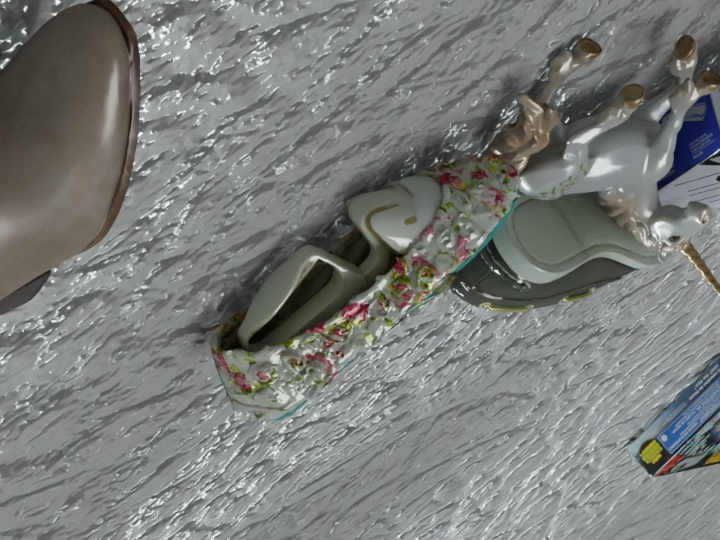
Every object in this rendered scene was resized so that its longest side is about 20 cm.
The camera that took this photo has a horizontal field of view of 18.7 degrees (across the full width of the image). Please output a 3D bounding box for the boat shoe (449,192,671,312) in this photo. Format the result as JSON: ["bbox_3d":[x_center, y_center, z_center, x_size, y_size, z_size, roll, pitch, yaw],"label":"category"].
[{"bbox_3d":[0.123,-0.017,1.321,0.060,0.072,0.202,-37,166,33],"label":"boat shoe"}]

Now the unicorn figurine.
[{"bbox_3d":[0.150,-0.066,1.248,0.200,0.074,0.137,8,133,-24],"label":"unicorn figurine"}]

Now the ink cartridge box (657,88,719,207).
[{"bbox_3d":[0.268,-0.075,1.362,0.200,0.044,0.094,0,159,-33],"label":"ink cartridge box"}]

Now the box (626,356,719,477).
[{"bbox_3d":[0.340,0.125,2.006,0.137,0.040,0.200,-48,158,23],"label":"box"}]

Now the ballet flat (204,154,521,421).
[{"bbox_3d":[0.000,0.000,1.158,0.200,0.076,0.064,-44,126,-3],"label":"ballet flat"}]

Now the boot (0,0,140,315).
[{"bbox_3d":[-0.174,-0.015,0.831,0.146,0.070,0.200,-19,151,-37],"label":"boot"}]
